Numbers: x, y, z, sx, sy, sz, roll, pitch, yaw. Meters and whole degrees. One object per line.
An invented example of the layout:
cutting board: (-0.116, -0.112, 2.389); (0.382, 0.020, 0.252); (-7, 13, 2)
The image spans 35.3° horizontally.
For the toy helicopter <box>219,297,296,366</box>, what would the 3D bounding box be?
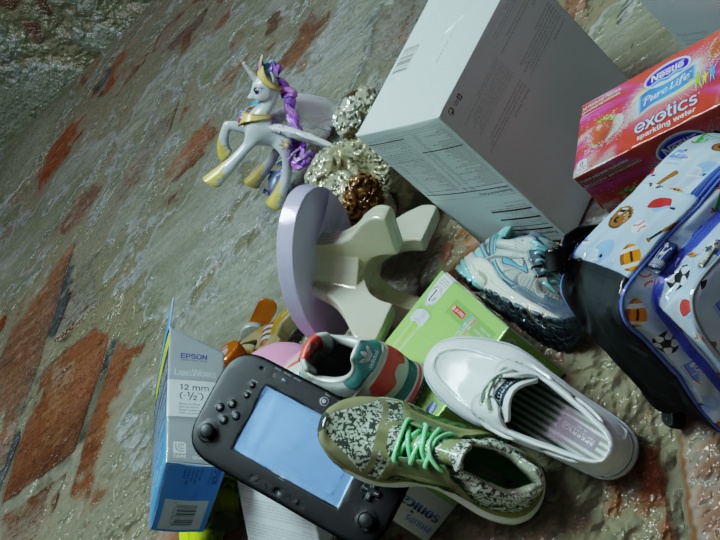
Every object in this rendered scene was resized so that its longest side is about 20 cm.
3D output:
toy helicopter: (-0.107, 0.076, 1.420); (0.200, 0.079, 0.132); (-44, 18, -7)

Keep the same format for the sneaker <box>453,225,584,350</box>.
sneaker: (0.159, 0.004, 1.067); (0.086, 0.078, 0.200); (-49, 28, 0)

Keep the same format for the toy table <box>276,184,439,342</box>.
toy table: (0.000, 0.000, 1.171); (0.116, 0.200, 0.185); (9, 64, 25)

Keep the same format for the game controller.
game controller: (-0.049, 0.153, 0.981); (0.199, 0.042, 0.105); (25, 89, 18)

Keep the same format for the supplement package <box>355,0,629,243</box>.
supplement package: (0.141, -0.161, 1.152); (0.147, 0.200, 0.192); (-2, 55, 56)

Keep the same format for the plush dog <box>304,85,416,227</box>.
plush dog: (0.007, -0.085, 1.316); (0.173, 0.160, 0.200); (-64, 4, -31)

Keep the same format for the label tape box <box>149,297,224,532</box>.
label tape box: (-0.182, 0.153, 1.194); (0.144, 0.065, 0.201); (112, 160, -48)

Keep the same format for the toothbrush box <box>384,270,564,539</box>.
toothbrush box: (0.069, 0.122, 1.054); (0.200, 0.086, 0.146); (-51, 29, 2)

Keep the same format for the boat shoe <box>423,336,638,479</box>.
boat shoe: (0.130, 0.101, 0.910); (0.199, 0.067, 0.074); (22, 85, 31)

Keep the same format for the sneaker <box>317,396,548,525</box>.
sneaker: (0.063, 0.143, 0.908); (0.089, 0.198, 0.077); (105, -178, -70)

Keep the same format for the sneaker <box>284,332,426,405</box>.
sneaker: (-0.030, 0.087, 1.051); (0.199, 0.093, 0.071); (-3, 56, 52)

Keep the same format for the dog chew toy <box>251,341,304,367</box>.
dog chew toy: (-0.045, 0.133, 1.192); (0.199, 0.125, 0.125); (-11, 48, 41)

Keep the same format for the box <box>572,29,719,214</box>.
box: (0.294, -0.127, 0.989); (0.199, 0.095, 0.100); (-27, 36, 40)

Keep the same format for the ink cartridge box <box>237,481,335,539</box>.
ink cartridge box: (-0.061, 0.232, 1.087); (0.050, 0.202, 0.162); (-15, 3, -31)

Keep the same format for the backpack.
backpack: (0.262, -0.001, 0.807); (0.191, 0.200, 0.154); (-53, 32, -15)

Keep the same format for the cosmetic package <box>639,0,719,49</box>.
cosmetic package: (0.310, -0.257, 1.004); (0.101, 0.200, 0.074); (9, 64, 59)

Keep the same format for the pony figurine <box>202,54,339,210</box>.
pony figurine: (-0.112, -0.193, 1.627); (0.201, 0.192, 0.167); (-62, 19, 24)

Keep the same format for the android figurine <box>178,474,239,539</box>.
android figurine: (-0.168, 0.236, 1.283); (0.201, 0.041, 0.183); (-105, 32, -54)
